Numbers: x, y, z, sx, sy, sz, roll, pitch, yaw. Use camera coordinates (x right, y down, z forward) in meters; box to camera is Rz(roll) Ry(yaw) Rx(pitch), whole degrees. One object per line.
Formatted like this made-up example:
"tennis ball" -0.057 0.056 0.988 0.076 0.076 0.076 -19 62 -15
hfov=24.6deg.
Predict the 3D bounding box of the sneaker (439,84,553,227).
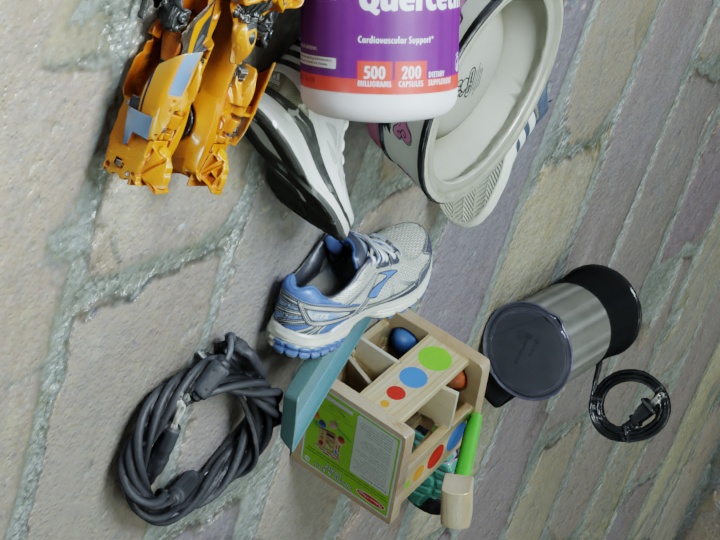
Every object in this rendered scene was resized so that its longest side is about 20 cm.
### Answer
"sneaker" 0.136 -0.134 1.551 0.084 0.075 0.200 -14 131 -52

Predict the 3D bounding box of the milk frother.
"milk frother" 0.260 0.117 1.936 0.188 0.200 0.181 -23 142 -52

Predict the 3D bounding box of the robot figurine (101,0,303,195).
"robot figurine" -0.096 -0.149 1.105 0.145 0.058 0.200 -7 124 -62

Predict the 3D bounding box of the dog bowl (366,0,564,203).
"dog bowl" 0.080 -0.158 1.326 0.200 0.074 0.200 -46 155 -29

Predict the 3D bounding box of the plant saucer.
"plant saucer" -0.026 0.072 1.487 0.200 0.019 0.070 -57 162 -45

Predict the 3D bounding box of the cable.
"cable" -0.131 0.148 1.393 0.163 0.051 0.200 -52 157 -19

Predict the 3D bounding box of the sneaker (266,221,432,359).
"sneaker" 0.000 0.000 1.449 0.200 0.077 0.085 -37 144 -41

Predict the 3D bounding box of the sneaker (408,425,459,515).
"sneaker" 0.098 0.191 1.864 0.088 0.074 0.200 -46 153 -38

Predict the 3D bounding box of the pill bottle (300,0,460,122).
"pill bottle" 0.014 -0.208 1.147 0.112 0.112 0.200 -20 115 -55

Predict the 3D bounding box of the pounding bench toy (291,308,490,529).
"pounding bench toy" 0.063 0.148 1.584 0.156 0.200 0.124 -37 148 -39

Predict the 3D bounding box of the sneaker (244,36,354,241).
"sneaker" -0.020 -0.108 1.279 0.115 0.076 0.201 -51 152 -14
